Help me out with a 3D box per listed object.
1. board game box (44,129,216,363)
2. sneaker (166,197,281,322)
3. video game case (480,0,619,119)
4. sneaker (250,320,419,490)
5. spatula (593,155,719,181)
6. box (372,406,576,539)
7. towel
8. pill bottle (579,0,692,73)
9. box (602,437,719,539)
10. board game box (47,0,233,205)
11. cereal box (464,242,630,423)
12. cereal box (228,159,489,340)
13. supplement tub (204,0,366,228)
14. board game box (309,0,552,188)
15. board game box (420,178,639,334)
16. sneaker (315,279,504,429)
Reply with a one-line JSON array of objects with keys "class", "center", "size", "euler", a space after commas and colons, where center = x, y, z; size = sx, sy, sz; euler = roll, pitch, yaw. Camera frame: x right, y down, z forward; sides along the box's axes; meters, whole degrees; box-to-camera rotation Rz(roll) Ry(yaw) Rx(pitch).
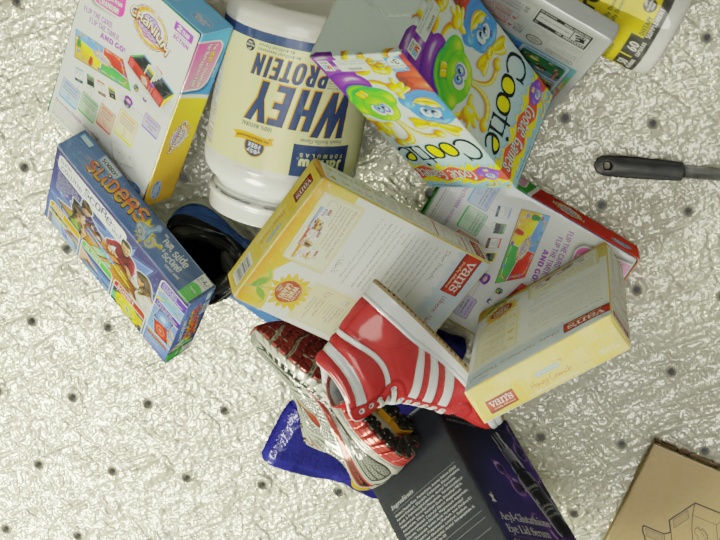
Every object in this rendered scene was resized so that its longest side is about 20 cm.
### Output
[{"class": "board game box", "center": [-0.225, -0.021, 1.395], "size": [0.200, 0.034, 0.135], "euler": [50, 150, 10]}, {"class": "sneaker", "center": [-0.111, 0.014, 1.423], "size": [0.200, 0.111, 0.077], "euler": [41, 109, -7]}, {"class": "video game case", "center": [0.110, -0.222, 1.291], "size": [0.199, 0.182, 0.024], "euler": [30, 70, -3]}, {"class": "sneaker", "center": [-0.039, 0.128, 1.383], "size": [0.200, 0.078, 0.082], "euler": [47, 119, 17]}, {"class": "spatula", "center": [0.321, -0.091, 1.371], "size": [0.199, 0.021, 0.057], "euler": [5, 97, 9]}, {"class": "box", "center": [0.112, 0.240, 1.400], "size": [0.104, 0.148, 0.200], "euler": [-43, 56, 21]}, {"class": "towel", "center": [0.003, 0.128, 1.473], "size": [0.147, 0.050, 0.201], "euler": [21, 111, -22]}, {"class": "pill bottle", "center": [0.189, -0.264, 1.285], "size": [0.199, 0.111, 0.112], "euler": [26, 110, 0]}, {"class": "box", "center": [0.336, 0.288, 1.500], "size": [0.163, 0.021, 0.201], "euler": [22, 110, 0]}, {"class": "board game box", "center": [-0.208, -0.184, 1.345], "size": [0.153, 0.040, 0.200], "euler": [43, 130, 21]}, {"class": "cereal box", "center": [0.167, 0.052, 1.289], "size": [0.143, 0.200, 0.040], "euler": [-30, 102, 17]}, {"class": "cereal box", "center": [0.000, 0.000, 1.332], "size": [0.199, 0.040, 0.144], "euler": [26, 113, -31]}, {"class": "supplement tub", "center": [-0.066, -0.150, 1.342], "size": [0.144, 0.145, 0.201], "euler": [12, 110, 4]}, {"class": "board game box", "center": [0.066, -0.168, 1.267], "size": [0.105, 0.103, 0.200], "euler": [4, 152, 41]}, {"class": "board game box", "center": [0.145, -0.006, 1.409], "size": [0.199, 0.040, 0.153], "euler": [31, 110, -3]}, {"class": "sneaker", "center": [0.040, 0.109, 1.328], "size": [0.113, 0.071, 0.200], "euler": [-47, 119, -3]}]
